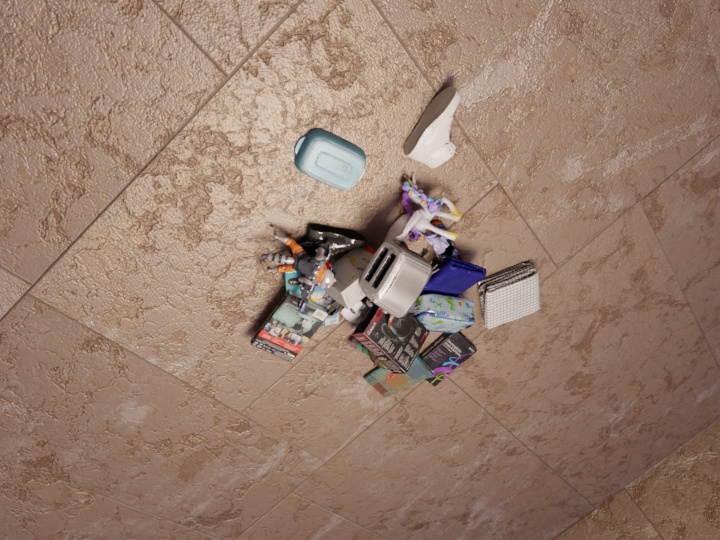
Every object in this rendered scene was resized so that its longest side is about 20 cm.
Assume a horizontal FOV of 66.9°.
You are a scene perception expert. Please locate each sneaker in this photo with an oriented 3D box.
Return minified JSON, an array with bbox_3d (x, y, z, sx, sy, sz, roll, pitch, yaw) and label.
[{"bbox_3d":[-0.087,-0.061,1.464,0.196,0.060,0.106,10,116,-18],"label":"sneaker"},{"bbox_3d":[0.249,-0.047,1.575,0.075,0.079,0.201,-33,126,6],"label":"sneaker"},{"bbox_3d":[0.207,-0.353,1.371,0.114,0.074,0.201,20,123,-30],"label":"sneaker"}]

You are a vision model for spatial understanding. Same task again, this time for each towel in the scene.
[{"bbox_3d":[0.126,0.346,1.799,0.198,0.022,0.147,-30,126,19],"label":"towel"},{"bbox_3d":[0.256,0.031,1.602,0.145,0.050,0.200,11,147,-29],"label":"towel"},{"bbox_3d":[0.469,0.081,1.734,0.196,0.086,0.168,-20,128,-7],"label":"towel"}]

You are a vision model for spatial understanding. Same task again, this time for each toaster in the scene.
[{"bbox_3d":[0.091,0.013,1.381,0.128,0.114,0.202,25,102,-42],"label":"toaster"}]

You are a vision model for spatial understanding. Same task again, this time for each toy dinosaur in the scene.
[{"bbox_3d":[0.116,0.022,1.517,0.198,0.183,0.105,-33,133,13],"label":"toy dinosaur"}]

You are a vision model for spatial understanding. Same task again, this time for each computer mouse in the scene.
[{"bbox_3d":[-0.017,0.113,1.562,0.109,0.044,0.200,-36,152,9],"label":"computer mouse"}]

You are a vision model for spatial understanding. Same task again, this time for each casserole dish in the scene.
[{"bbox_3d":[-0.069,-0.266,1.348,0.197,0.039,0.122,20,114,-30],"label":"casserole dish"}]

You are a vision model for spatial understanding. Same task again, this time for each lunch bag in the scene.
[{"bbox_3d":[0.237,0.135,1.652,0.196,0.084,0.160,9,158,-22],"label":"lunch bag"}]

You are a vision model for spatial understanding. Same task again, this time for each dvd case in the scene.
[{"bbox_3d":[-0.198,0.161,1.536,0.145,0.022,0.201,28,112,-29],"label":"dvd case"}]

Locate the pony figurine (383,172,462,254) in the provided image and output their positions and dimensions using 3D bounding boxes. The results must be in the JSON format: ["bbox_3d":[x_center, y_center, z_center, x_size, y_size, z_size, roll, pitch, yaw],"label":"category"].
[{"bbox_3d":[0.161,-0.133,1.450,0.198,0.166,0.196,31,83,-13],"label":"pony figurine"}]

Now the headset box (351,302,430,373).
[{"bbox_3d":[0.082,0.173,1.556,0.200,0.077,0.150,42,63,-15],"label":"headset box"}]

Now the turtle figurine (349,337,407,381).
[{"bbox_3d":[0.066,0.243,1.638,0.198,0.101,0.151,31,121,9],"label":"turtle figurine"}]

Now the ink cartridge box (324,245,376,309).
[{"bbox_3d":[0.000,0.000,1.461,0.199,0.116,0.068,-40,131,-19],"label":"ink cartridge box"}]

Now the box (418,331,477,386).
[{"bbox_3d":[0.280,0.290,1.833,0.200,0.036,0.143,-44,125,11],"label":"box"}]

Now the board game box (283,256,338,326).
[{"bbox_3d":[-0.138,0.068,1.537,0.148,0.047,0.203,-9,124,-14],"label":"board game box"}]

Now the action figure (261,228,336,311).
[{"bbox_3d":[-0.156,0.008,1.396,0.190,0.105,0.204,19,100,11],"label":"action figure"}]
